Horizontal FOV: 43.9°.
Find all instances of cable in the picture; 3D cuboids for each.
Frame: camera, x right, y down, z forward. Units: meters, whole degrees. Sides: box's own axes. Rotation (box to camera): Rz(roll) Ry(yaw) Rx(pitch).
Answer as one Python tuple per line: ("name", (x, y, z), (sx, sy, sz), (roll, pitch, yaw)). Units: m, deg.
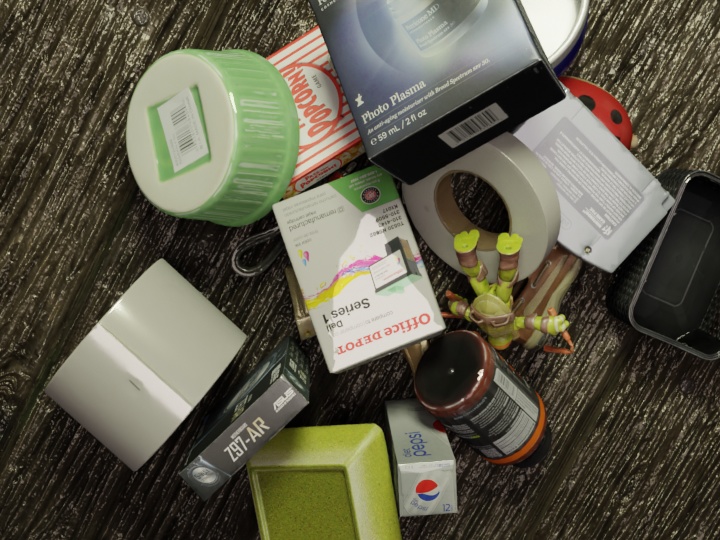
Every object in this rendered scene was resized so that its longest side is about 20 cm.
("cable", (-0.077, -0.067, 1.107), (0.096, 0.050, 0.201), (34, 105, -11))

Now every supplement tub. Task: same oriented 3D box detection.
("supplement tub", (0.156, 0.164, 1.077), (0.107, 0.107, 0.200), (-44, 128, 4))

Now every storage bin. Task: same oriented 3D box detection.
("storage bin", (0.405, -0.011, 1.096), (0.133, 0.094, 0.204), (21, 95, -4))

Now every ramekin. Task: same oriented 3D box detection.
("ramekin", (-0.173, -0.151, 1.009), (0.196, 0.097, 0.205), (2, 94, 33))

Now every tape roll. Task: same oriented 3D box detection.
("tape roll", (-0.245, 0.108, 1.037), (0.139, 0.203, 0.203), (42, 94, -7))
("tape roll", (0.137, -0.077, 1.038), (0.037, 0.202, 0.204), (-42, 98, -35))

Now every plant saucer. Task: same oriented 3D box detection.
("plant saucer", (-0.052, 0.290, 1.058), (0.196, 0.048, 0.205), (-8, 96, 28))

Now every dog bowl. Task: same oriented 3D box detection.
("dog bowl", (0.163, -0.303, 1.027), (0.195, 0.079, 0.205), (-2, 84, 15))

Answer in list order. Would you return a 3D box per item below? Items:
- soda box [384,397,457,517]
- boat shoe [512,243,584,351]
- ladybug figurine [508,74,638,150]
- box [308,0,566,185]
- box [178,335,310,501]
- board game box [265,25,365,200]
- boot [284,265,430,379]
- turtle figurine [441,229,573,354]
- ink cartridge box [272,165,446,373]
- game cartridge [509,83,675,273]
("soda box", (0.069, 0.215, 1.059), (0.066, 0.200, 0.065), (-4, 102, -1))
("boat shoe", (0.225, -0.003, 1.102), (0.072, 0.076, 0.204), (22, 95, -1))
("ladybug figurine", (0.242, -0.168, 1.081), (0.195, 0.072, 0.139), (3, 97, -2))
("box", (0.077, -0.232, 0.930), (0.197, 0.123, 0.202), (-27, 71, 19))
("box", (-0.128, 0.166, 1.047), (0.160, 0.200, 0.044), (-44, 98, 4))
("board game box", (-0.044, -0.200, 1.057), (0.198, 0.046, 0.153), (-31, 76, 2))
("boot", (0.001, 0.066, 1.102), (0.152, 0.073, 0.204), (-20, 96, 0))
("turtle figurine", (0.148, 0.035, 1.044), (0.064, 0.197, 0.164), (-42, 132, -35))
("ink cartridge box", (0.000, 0.000, 1.027), (0.142, 0.084, 0.204), (-20, 85, 1))
("game cartridge", (0.251, -0.101, 1.035), (0.200, 0.040, 0.134), (44, 91, -5))
